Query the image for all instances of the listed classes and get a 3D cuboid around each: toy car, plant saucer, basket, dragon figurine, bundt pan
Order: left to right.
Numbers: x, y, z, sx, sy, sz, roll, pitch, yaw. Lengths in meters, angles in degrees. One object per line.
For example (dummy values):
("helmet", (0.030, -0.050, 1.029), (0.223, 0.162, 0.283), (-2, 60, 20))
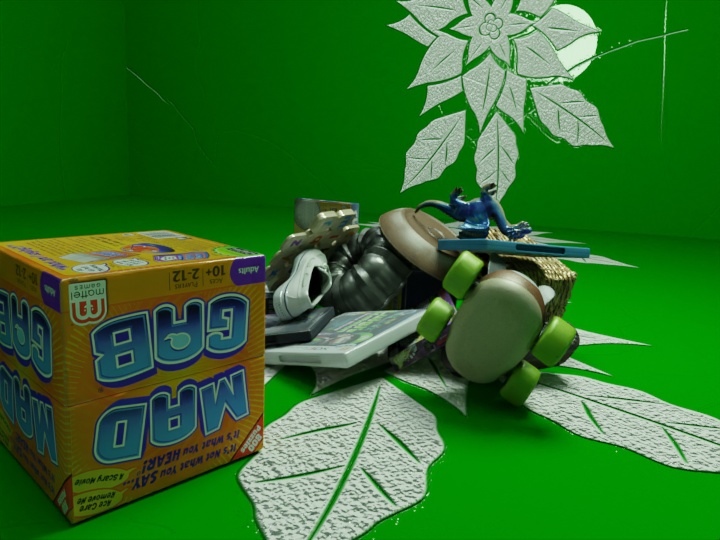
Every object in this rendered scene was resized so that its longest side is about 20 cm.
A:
("bundt pan", (0.000, 0.000, 1.099), (0.200, 0.076, 0.203), (-35, 25, 19))
("plant saucer", (0.124, -0.052, 1.090), (0.197, 0.037, 0.202), (28, 24, -14))
("dragon figurine", (0.187, -0.085, 1.048), (0.194, 0.102, 0.059), (-6, -15, 10))
("basket", (0.269, 0.022, 1.155), (0.145, 0.146, 0.201), (0, 30, -27))
("toy car", (0.197, 0.043, 0.829), (0.163, 0.160, 0.200), (36, 39, 11))

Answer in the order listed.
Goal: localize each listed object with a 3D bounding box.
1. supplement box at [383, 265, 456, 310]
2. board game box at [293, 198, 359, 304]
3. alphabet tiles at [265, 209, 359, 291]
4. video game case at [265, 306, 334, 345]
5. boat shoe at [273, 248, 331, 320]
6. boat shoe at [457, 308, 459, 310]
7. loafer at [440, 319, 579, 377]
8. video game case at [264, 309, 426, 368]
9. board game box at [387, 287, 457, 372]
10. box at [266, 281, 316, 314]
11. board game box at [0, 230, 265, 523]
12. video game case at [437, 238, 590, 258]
("supplement box", (0.090, 0.031, 1.184), (0.106, 0.113, 0.199), (-1, 11, -21))
("board game box", (-0.072, -0.036, 1.243), (0.132, 0.206, 0.034), (9, 11, 27))
("alphabet tiles", (-0.090, -0.035, 1.113), (0.194, 0.201, 0.015), (-14, 61, -51))
("video game case", (-0.149, 0.090, 0.962), (0.195, 0.019, 0.143), (-9, 8, 13))
("boat shoe", (-0.076, 0.020, 1.009), (0.065, 0.075, 0.201), (-13, 25, 19))
("boat shoe", (0.189, 0.097, 1.001), (0.197, 0.066, 0.072), (-13, 11, 43))
("loafer", (0.212, 0.126, 0.890), (0.194, 0.072, 0.074), (-6, 45, 3))
("video game case", (-0.020, 0.095, 0.904), (0.179, 0.024, 0.198), (-6, 10, 42))
("board game box", (0.097, 0.086, 0.973), (0.119, 0.033, 0.200), (-35, 8, 9))
("box", (-0.200, 0.055, 1.166), (0.195, 0.045, 0.159), (-3, 12, -26))
("board game box", (-0.230, 0.078, 0.620), (0.197, 0.206, 0.197), (13, 15, 43))
("video game case", (0.241, -0.035, 0.994), (0.195, 0.018, 0.142), (4, 0, -24))
